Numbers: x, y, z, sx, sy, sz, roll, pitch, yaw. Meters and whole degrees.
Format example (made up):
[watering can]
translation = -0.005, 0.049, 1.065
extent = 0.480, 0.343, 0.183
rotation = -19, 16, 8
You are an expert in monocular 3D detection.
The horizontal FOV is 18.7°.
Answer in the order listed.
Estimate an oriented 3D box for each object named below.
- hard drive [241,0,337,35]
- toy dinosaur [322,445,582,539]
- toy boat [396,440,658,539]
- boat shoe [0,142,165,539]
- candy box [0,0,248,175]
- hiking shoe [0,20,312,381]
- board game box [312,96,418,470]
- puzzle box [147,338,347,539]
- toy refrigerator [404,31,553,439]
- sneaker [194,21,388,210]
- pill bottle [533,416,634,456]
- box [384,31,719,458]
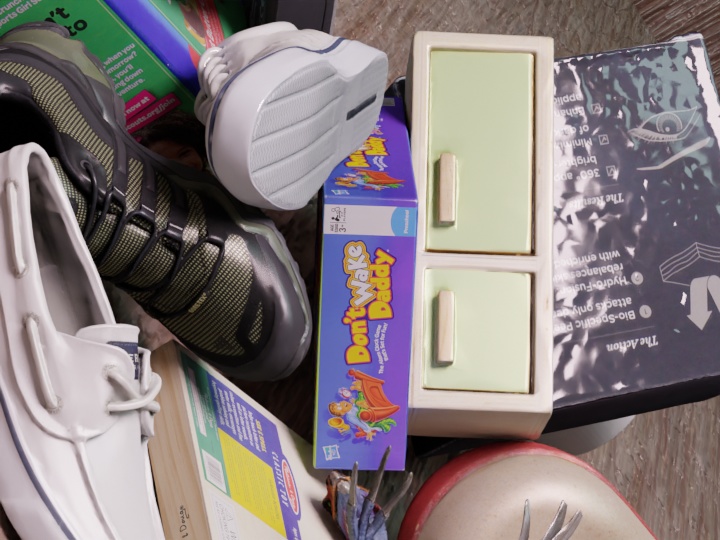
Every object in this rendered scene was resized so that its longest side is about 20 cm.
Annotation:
[hard drive]
translation = -0.052, -0.150, 1.196
extent = 0.201, 0.033, 0.140
rotation = -107, -159, -50
[toy dinosaur]
translation = 0.004, 0.150, 0.949
extent = 0.105, 0.200, 0.181
rotation = 42, -15, -11
[toy boat]
translation = 0.092, 0.174, 1.166
extent = 0.200, 0.131, 0.131
rotation = 51, -11, -28
[boat shoe]
translation = -0.113, 0.043, 0.851
extent = 0.201, 0.065, 0.074
rotation = 63, 17, 12
[candy box]
translation = -0.134, -0.141, 1.077
extent = 0.200, 0.077, 0.170
rotation = 44, 22, -40
[hiking shoe]
translation = -0.110, -0.017, 0.949
extent = 0.200, 0.076, 0.101
rotation = 43, 33, 6
[board game box]
translation = 0.000, 0.000, 1.108
extent = 0.200, 0.044, 0.135
rotation = -94, -173, -72
[puzzle box]
translation = -0.039, 0.139, 0.968
extent = 0.133, 0.025, 0.201
rotation = 42, 24, -44
[toy refrigerator]
translation = 0.060, -0.019, 1.131
extent = 0.070, 0.075, 0.201
rotation = 100, -8, -73
[sneaker]
translation = -0.045, -0.073, 0.999
extent = 0.200, 0.070, 0.074
rotation = -32, 134, -74
[pill bottle]
translation = 0.097, 0.021, 1.401
extent = 0.200, 0.109, 0.110
rotation = 50, 20, -27
[box]
translation = 0.113, -0.013, 1.257
extent = 0.117, 0.195, 0.201
rotation = 140, -62, -68
